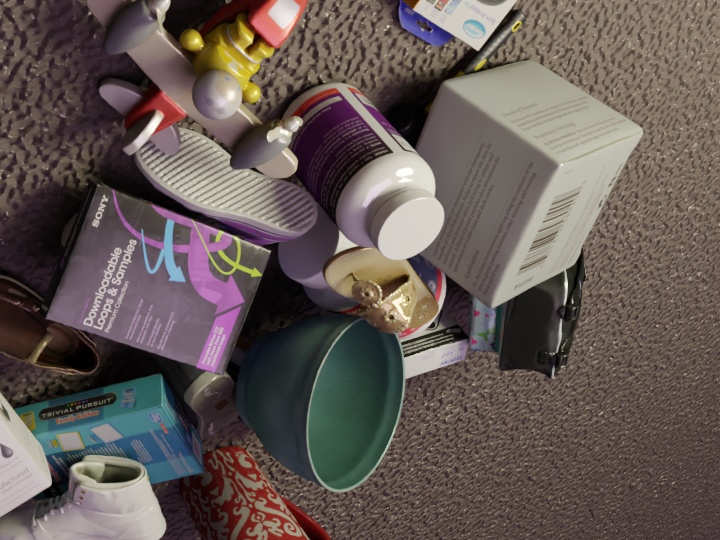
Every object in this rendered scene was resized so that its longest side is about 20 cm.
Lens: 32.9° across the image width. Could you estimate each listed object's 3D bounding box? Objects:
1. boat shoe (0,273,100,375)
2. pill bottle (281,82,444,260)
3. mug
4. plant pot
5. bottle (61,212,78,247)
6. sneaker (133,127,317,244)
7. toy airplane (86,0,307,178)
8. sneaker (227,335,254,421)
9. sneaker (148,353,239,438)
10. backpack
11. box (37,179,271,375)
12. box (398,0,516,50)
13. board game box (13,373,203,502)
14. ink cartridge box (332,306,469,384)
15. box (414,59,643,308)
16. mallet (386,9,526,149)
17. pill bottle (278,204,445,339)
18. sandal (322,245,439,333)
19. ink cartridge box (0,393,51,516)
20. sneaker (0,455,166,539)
[{"bbox_3d":[-0.342,0.058,1.245,0.202,0.075,0.075,28,95,-51],"label":"boat shoe"},{"bbox_3d":[0.002,-0.101,1.262,0.112,0.200,0.113,-21,138,-20],"label":"pill bottle"},{"bbox_3d":[-0.139,0.345,1.593,0.133,0.200,0.178,-40,142,2],"label":"mug"},{"bbox_3d":[-0.056,0.139,1.393,0.200,0.134,0.201,-22,117,-53],"label":"plant pot"},{"bbox_3d":[-0.225,0.006,1.284,0.065,0.084,0.200,-26,134,27],"label":"bottle"},{"bbox_3d":[-0.156,-0.076,1.269,0.200,0.114,0.073,28,70,-21],"label":"sneaker"},{"bbox_3d":[-0.149,-0.173,1.121,0.200,0.141,0.199,-2,120,-14],"label":"toy airplane"},{"bbox_3d":[-0.126,0.153,1.513,0.088,0.076,0.200,-40,141,3],"label":"sneaker"},{"bbox_3d":[-0.192,0.123,1.431,0.075,0.106,0.200,-36,161,-15],"label":"sneaker"},{"bbox_3d":[0.220,0.022,1.572,0.200,0.150,0.178,-55,152,-53],"label":"backpack"},{"bbox_3d":[-0.204,0.010,1.227,0.200,0.036,0.143,21,91,-27],"label":"box"},{"bbox_3d":[0.127,-0.319,1.273,0.119,0.041,0.200,19,113,-46],"label":"box"},{"bbox_3d":[-0.298,0.198,1.395,0.200,0.047,0.151,-13,140,4],"label":"board game box"},{"bbox_3d":[0.031,0.097,1.564,0.200,0.094,0.044,-15,136,-26],"label":"ink cartridge box"},{"bbox_3d":[0.171,-0.103,1.378,0.200,0.171,0.199,-24,144,-48],"label":"box"},{"bbox_3d":[0.116,-0.210,1.378,0.200,0.041,0.066,-42,142,-2],"label":"mallet"},{"bbox_3d":[0.000,0.000,1.426,0.120,0.120,0.200,-48,140,13],"label":"pill bottle"},{"bbox_3d":[0.040,0.037,1.319,0.078,0.070,0.212,-36,150,13],"label":"sandal"},{"bbox_3d":[-0.432,0.169,1.240,0.146,0.084,0.200,-32,123,-7],"label":"ink cartridge box"},{"bbox_3d":[-0.329,0.259,1.381,0.200,0.074,0.116,-6,126,1],"label":"sneaker"}]
